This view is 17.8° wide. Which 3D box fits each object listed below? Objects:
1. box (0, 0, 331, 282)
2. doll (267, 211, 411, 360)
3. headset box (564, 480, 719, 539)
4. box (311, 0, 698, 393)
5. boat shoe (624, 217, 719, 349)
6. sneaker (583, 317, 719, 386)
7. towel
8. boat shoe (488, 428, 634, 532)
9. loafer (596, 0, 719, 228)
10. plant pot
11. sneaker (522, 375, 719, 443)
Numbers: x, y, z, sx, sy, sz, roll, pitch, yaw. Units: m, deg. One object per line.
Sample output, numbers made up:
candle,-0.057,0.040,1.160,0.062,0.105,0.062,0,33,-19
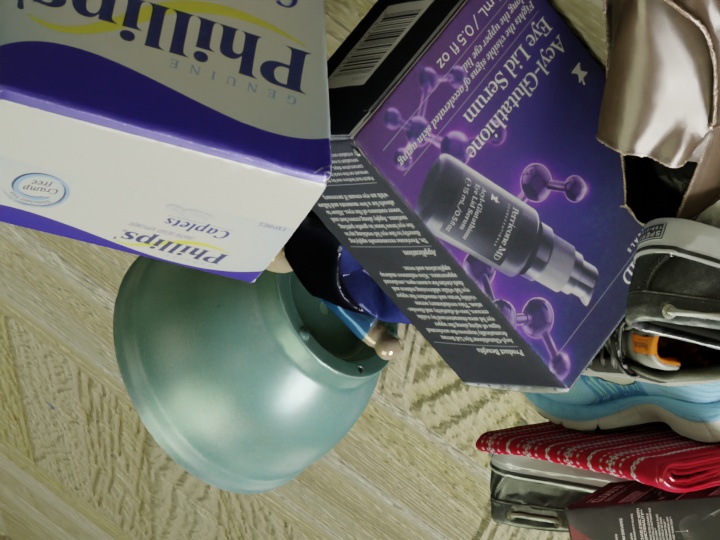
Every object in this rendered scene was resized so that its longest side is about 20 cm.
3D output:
box,-0.116,-0.119,1.180,0.183,0.201,0.105,14,143,-25
doll,0.000,0.000,1.428,0.200,0.048,0.137,15,140,46
headset box,0.224,0.205,1.433,0.199,0.077,0.150,-9,94,32
box,0.069,-0.052,1.267,0.200,0.148,0.104,47,157,-23
boat shoe,0.234,0.035,1.202,0.199,0.068,0.074,20,161,-11
sneaker,0.158,0.030,1.321,0.200,0.079,0.074,-3,107,42
towel,0.184,0.111,1.444,0.200,0.144,0.023,4,98,59
boat shoe,0.182,0.154,1.533,0.199,0.072,0.071,10,105,18
loafer,0.156,-0.085,1.156,0.073,0.071,0.200,25,155,31
plant pot,-0.058,0.045,1.656,0.134,0.201,0.200,-28,114,38
sneaker,0.169,0.046,1.428,0.200,0.078,0.090,0,124,48
